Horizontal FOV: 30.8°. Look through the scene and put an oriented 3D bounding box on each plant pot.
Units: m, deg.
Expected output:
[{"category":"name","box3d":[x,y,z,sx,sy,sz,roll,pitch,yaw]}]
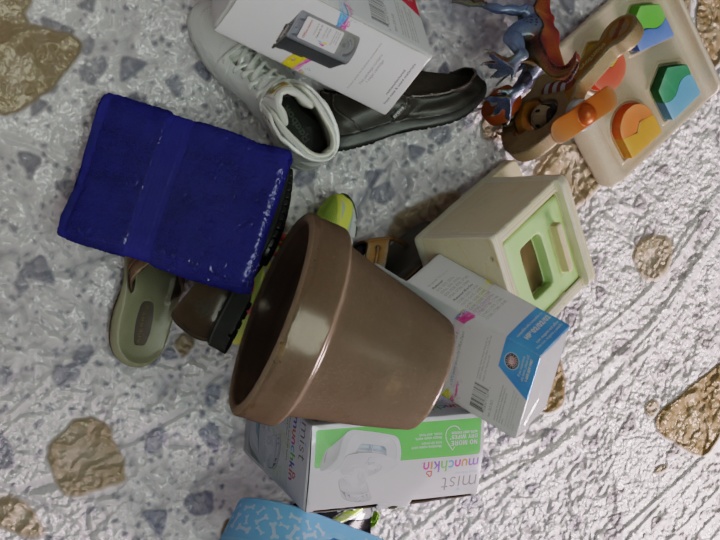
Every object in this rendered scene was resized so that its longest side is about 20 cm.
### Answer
[{"category":"plant pot","box3d":[-0.010,0.072,1.237,0.173,0.200,0.202,23,91,-13]}]

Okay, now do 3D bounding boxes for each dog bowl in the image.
[{"category":"dog bowl","box3d":[-0.051,0.280,1.333,0.199,0.111,0.050,27,67,-33]}]

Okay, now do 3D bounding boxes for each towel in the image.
[{"category":"towel","box3d":[-0.174,-0.072,1.244,0.198,0.050,0.149,18,84,7]}]

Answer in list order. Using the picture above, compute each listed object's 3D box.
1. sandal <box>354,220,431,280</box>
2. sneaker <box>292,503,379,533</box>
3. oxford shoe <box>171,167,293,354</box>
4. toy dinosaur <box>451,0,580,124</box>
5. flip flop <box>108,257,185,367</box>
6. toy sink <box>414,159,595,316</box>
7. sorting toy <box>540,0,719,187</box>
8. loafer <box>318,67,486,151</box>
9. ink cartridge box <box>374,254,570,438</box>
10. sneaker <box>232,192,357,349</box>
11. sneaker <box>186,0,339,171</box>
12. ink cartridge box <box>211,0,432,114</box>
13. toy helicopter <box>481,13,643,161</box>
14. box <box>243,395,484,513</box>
[{"category":"sandal","box3d":[0.000,0.000,1.390,0.199,0.082,0.055,-31,114,-9]},{"category":"sneaker","box3d":[-0.064,0.305,1.427,0.199,0.072,0.083,-25,113,-19]},{"category":"oxford shoe","box3d":[-0.125,-0.027,1.281,0.084,0.073,0.201,25,69,2]},{"category":"toy dinosaur","box3d":[0.188,-0.235,1.370,0.182,0.199,0.106,-50,134,-34]},{"category":"flip flop","box3d":[-0.205,0.002,1.297,0.080,0.057,0.202,9,98,-27]},{"category":"toy sink","box3d":[0.171,-0.024,1.402,0.200,0.111,0.131,-39,118,-42]},{"category":"sorting toy","box3d":[0.318,-0.224,1.513,0.200,0.036,0.186,-40,115,-13]},{"category":"loafer","box3d":[0.043,-0.183,1.366,0.198,0.073,0.072,-20,112,-20]},{"category":"ink cartridge box","box3d":[0.101,0.066,1.325,0.068,0.199,0.116,-37,148,-44]},{"category":"sneaker","box3d":[-0.081,-0.007,1.347,0.090,0.078,0.201,40,81,-20]},{"category":"sneaker","box3d":[-0.088,-0.186,1.262,0.074,0.116,0.200,-41,100,-8]},{"category":"ink cartridge box","box3d":[-0.041,-0.258,1.262,0.199,0.148,0.086,22,127,-26]},{"category":"toy helicopter","box3d":[0.233,-0.197,1.409,0.200,0.132,0.079,-46,117,3]},{"category":"box","box3d":[0.001,0.173,1.370,0.198,0.176,0.098,0,102,-25]}]
